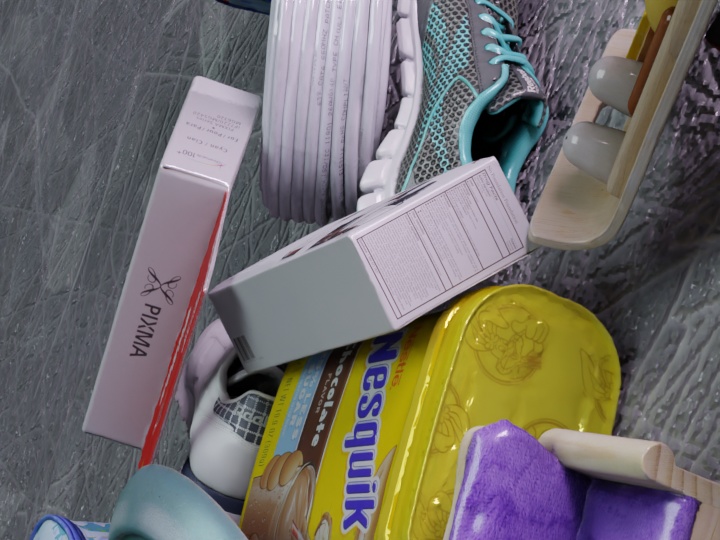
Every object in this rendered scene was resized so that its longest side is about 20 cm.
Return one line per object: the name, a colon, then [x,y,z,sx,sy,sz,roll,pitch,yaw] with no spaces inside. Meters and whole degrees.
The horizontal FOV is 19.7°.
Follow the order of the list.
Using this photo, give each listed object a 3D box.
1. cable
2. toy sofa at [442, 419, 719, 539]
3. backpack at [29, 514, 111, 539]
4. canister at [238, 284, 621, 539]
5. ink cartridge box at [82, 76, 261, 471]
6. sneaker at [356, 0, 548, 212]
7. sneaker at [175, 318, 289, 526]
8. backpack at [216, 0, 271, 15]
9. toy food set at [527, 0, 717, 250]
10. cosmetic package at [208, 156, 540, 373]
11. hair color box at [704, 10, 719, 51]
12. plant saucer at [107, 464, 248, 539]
cable: [-0.019,-0.126,1.171,0.200,0.069,0.201,97,178,-53]
toy sofa: [0.071,0.160,0.785,0.083,0.097,0.201,1,70,66]
backpack: [-0.169,0.240,1.154,0.201,0.146,0.183,-70,23,11]
canister: [0.024,0.092,0.964,0.200,0.086,0.149,-17,54,63]
ink cartridge box: [-0.110,0.023,1.129,0.177,0.045,0.201,-78,7,-53]
sneaker: [0.065,-0.094,1.076,0.091,0.077,0.201,-9,65,47]
sneaker: [-0.059,0.065,1.144,0.200,0.076,0.081,-102,27,-66]
backpack: [-0.039,-0.240,1.310,0.200,0.162,0.155,-165,82,-73]
toy food set: [0.119,-0.121,0.861,0.200,0.060,0.144,106,-172,-50]
cosmetic package: [0.000,0.000,0.977,0.051,0.082,0.200,64,157,-2]
hair color box: [0.209,-0.086,0.745,0.102,0.061,0.200,-62,25,13]
plant saucer: [-0.070,0.189,0.992,0.200,0.027,0.201,44,148,37]
